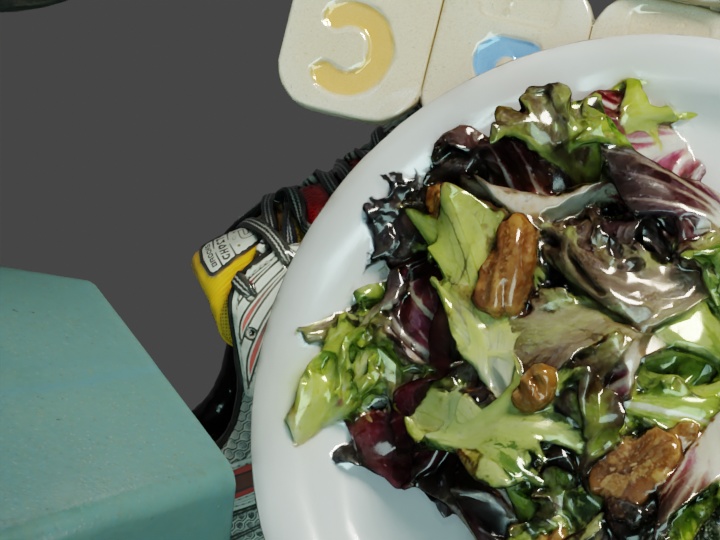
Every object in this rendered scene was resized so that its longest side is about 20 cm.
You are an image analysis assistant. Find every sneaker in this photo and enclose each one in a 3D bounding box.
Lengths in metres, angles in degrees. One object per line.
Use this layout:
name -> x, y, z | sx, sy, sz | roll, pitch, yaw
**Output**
sneaker -> 0.000, 0.000, 0.798 | 0.082, 0.078, 0.200 | 26, 101, -11

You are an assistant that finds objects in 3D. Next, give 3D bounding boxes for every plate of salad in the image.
plate of salad -> 0.068, 0.037, 0.707 | 0.200, 0.048, 0.200 | -2, 80, 11

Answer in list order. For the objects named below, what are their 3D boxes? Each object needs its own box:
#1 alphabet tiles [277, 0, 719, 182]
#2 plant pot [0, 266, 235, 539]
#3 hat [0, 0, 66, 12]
alphabet tiles -> 0.054, -0.126, 0.756 | 0.200, 0.015, 0.196 | 14, 88, 10
plant pot -> -0.141, 0.084, 0.742 | 0.200, 0.141, 0.141 | -15, 133, -26
hat -> -0.048, -0.149, 0.727 | 0.081, 0.201, 0.201 | 16, 106, -46
